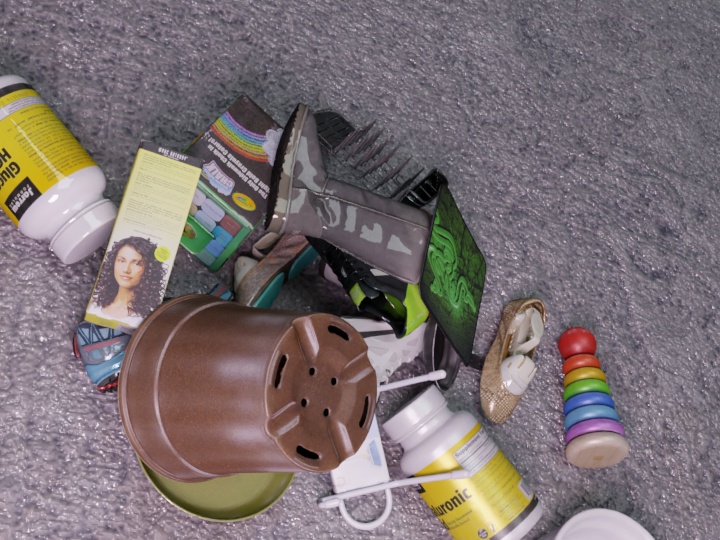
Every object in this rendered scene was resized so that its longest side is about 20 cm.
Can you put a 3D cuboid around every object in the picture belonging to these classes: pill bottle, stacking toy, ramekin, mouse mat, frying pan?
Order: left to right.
[{"bbox_3d":[-0.359,-0.109,1.126,0.200,0.112,0.112,49,50,3],"label":"pill bottle"},{"bbox_3d":[0.119,0.088,1.294,0.190,0.031,0.115,-15,108,-65],"label":"frying pan"},{"bbox_3d":[0.118,0.009,1.257,0.200,0.008,0.161,53,43,-50],"label":"mouse mat"},{"bbox_3d":[0.118,0.241,1.219,0.111,0.111,0.200,-33,83,-40],"label":"pill bottle"},{"bbox_3d":[0.314,0.170,1.410,0.085,0.085,0.200,16,50,-23],"label":"stacking toy"},{"bbox_3d":[0.285,0.402,1.237,0.200,0.098,0.201,15,56,-24],"label":"ramekin"}]

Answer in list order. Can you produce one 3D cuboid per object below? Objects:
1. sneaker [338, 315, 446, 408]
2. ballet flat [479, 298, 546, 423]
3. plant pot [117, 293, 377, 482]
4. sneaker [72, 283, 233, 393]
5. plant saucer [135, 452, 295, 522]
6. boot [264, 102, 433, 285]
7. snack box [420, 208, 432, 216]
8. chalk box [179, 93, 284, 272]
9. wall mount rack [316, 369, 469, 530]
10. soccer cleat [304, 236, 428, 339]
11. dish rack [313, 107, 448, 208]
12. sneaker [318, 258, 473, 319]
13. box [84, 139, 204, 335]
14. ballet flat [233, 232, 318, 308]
[{"bbox_3d":[0.027,0.118,1.275,0.200,0.076,0.116,3,79,-34],"label":"sneaker"},{"bbox_3d":[0.211,0.114,1.376,0.070,0.065,0.200,34,52,-23],"label":"ballet flat"},{"bbox_3d":[-0.102,0.118,1.014,0.200,0.198,0.201,6,82,-47],"label":"plant pot"},{"bbox_3d":[-0.231,0.050,1.136,0.200,0.079,0.096,-32,81,-40],"label":"sneaker"},{"bbox_3d":[-0.162,0.185,1.131,0.200,0.031,0.200,15,56,-24],"label":"plant saucer"},{"bbox_3d":[-0.006,-0.090,1.197,0.200,0.073,0.182,13,73,-15],"label":"boot"},{"bbox_3d":[0.086,-0.039,1.344,0.072,0.024,0.200,26,21,-1],"label":"snack box"},{"bbox_3d":[-0.172,-0.092,1.225,0.125,0.124,0.200,42,51,-5],"label":"chalk box"},{"bbox_3d":[0.023,0.195,1.165,0.173,0.075,0.200,-12,84,-8],"label":"wall mount rack"},{"bbox_3d":[0.000,0.000,1.230,0.200,0.068,0.081,41,39,1],"label":"soccer cleat"},{"bbox_3d":[0.020,-0.157,1.387,0.200,0.055,0.153,44,23,1],"label":"dish rack"},{"bbox_3d":[0.053,0.014,1.311,0.201,0.067,0.108,5,28,-32],"label":"sneaker"},{"bbox_3d":[-0.231,-0.034,1.085,0.075,0.050,0.200,17,72,-15],"label":"box"},{"bbox_3d":[-0.116,-0.002,1.255,0.067,0.068,0.200,30,44,11],"label":"ballet flat"}]
